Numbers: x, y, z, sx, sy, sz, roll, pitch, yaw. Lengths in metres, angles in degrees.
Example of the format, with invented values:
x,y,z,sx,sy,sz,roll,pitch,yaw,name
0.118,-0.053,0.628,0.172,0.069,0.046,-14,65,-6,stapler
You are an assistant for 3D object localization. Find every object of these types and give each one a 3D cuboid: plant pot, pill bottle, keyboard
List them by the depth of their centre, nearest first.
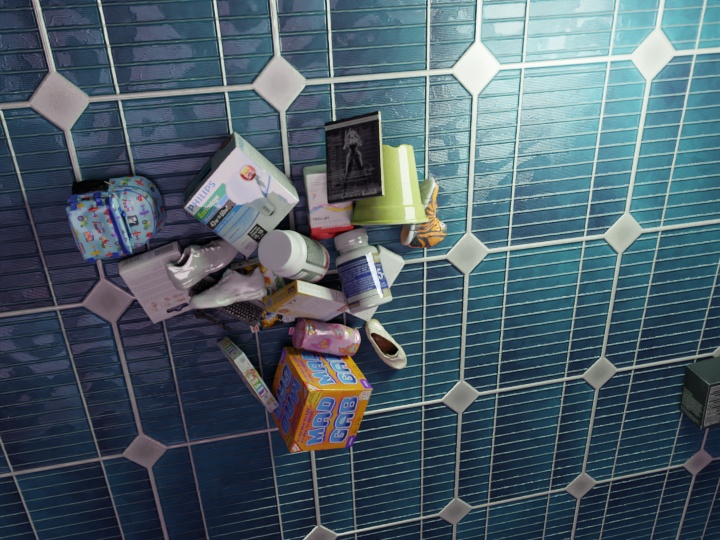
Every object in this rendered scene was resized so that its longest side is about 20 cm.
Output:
x,y,z,sx,sy,sz,roll,pitch,yaw,name
0.068,-0.211,1.548,0.196,0.200,0.188,-3,97,-12,plant pot
-0.165,-0.036,1.563,0.114,0.114,0.199,-44,159,10,pill bottle
0.000,0.000,1.636,0.118,0.120,0.204,-17,87,-4,pill bottle
-0.362,0.100,1.657,0.198,0.021,0.128,28,109,-21,keyboard

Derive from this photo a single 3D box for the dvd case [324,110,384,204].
x,y,z,sx,sy,sz,roll,pitch,yaw,name
-0.016,-0.267,1.495,0.146,0.016,0.204,-6,82,25,dvd case

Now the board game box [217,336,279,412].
x,y,z,sx,sy,sz,roll,pitch,yaw,name
-0.309,0.286,1.730,0.034,0.134,0.202,-37,120,-18,board game box

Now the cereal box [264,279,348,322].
x,y,z,sx,sy,sz,roll,pitch,yaw,name
-0.133,0.085,1.658,0.198,0.040,0.143,17,146,-42,cereal box

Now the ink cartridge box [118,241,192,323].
x,y,z,sx,sy,sz,roll,pitch,yaw,name
-0.505,0.032,1.622,0.158,0.051,0.202,-20,137,-3,ink cartridge box

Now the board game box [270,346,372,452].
x,y,z,sx,sy,sz,roll,pitch,yaw,name
-0.118,0.352,1.748,0.197,0.200,0.203,5,115,-31,board game box

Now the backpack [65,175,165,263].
x,y,z,sx,sy,sz,roll,pitch,yaw,name
-0.563,-0.124,1.471,0.196,0.135,0.186,-9,119,-12,backpack

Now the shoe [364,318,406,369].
x,y,z,sx,sy,sz,roll,pitch,yaw,name
0.075,0.228,1.839,0.069,0.054,0.201,-35,118,6,shoe

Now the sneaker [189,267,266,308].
x,y,z,sx,sy,sz,roll,pitch,yaw,name
-0.341,0.041,1.595,0.197,0.075,0.090,-13,96,-21,sneaker

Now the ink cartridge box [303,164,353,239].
x,y,z,sx,sy,sz,roll,pitch,yaw,name
-0.079,-0.164,1.602,0.114,0.067,0.203,-8,118,-9,ink cartridge box

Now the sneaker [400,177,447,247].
x,y,z,sx,sy,sz,roll,pitch,yaw,name
0.188,-0.150,1.676,0.110,0.078,0.202,8,124,-21,sneaker

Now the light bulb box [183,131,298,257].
x,y,z,sx,sy,sz,roll,pitch,yaw,name
-0.287,-0.182,1.511,0.199,0.125,0.198,38,102,-27,light bulb box

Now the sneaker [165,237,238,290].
x,y,z,sx,sy,sz,roll,pitch,yaw,name
-0.389,-0.039,1.555,0.199,0.075,0.089,-39,134,-18,sneaker

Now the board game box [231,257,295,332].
x,y,z,sx,sy,sz,roll,pitch,yaw,name
-0.260,0.061,1.688,0.124,0.035,0.203,-16,118,-5,board game box

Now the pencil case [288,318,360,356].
x,y,z,sx,sy,sz,roll,pitch,yaw,name
-0.097,0.186,1.741,0.197,0.088,0.089,12,113,-34,pencil case

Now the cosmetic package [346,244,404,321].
x,y,z,sx,sy,sz,roll,pitch,yaw,name
0.035,0.036,1.737,0.082,0.051,0.202,26,107,-20,cosmetic package

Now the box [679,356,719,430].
x,y,z,sx,sy,sz,roll,pitch,yaw,name
1.232,0.413,2.165,0.196,0.124,0.202,-12,119,-9,box
